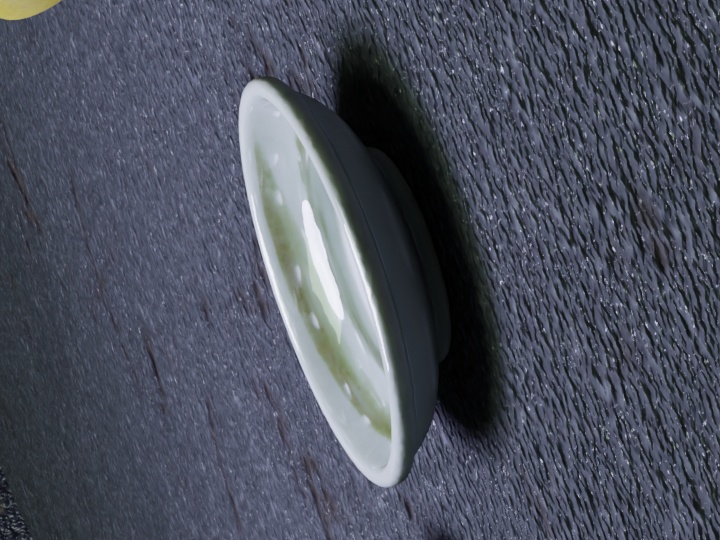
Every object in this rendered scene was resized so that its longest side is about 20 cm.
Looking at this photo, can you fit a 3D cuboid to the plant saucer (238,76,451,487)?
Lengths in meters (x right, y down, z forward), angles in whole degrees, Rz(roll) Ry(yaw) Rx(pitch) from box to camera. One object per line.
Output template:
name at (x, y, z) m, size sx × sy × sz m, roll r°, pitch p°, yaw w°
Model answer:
plant saucer at (0.000, 0.000, 1.367) m, size 0.200 × 0.050 × 0.201 m, roll 162°, pitch 90°, yaw -77°

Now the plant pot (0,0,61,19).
plant pot at (-0.214, -0.231, 1.687) m, size 0.142 × 0.200 × 0.200 m, roll 48°, pitch 180°, yaw -31°
